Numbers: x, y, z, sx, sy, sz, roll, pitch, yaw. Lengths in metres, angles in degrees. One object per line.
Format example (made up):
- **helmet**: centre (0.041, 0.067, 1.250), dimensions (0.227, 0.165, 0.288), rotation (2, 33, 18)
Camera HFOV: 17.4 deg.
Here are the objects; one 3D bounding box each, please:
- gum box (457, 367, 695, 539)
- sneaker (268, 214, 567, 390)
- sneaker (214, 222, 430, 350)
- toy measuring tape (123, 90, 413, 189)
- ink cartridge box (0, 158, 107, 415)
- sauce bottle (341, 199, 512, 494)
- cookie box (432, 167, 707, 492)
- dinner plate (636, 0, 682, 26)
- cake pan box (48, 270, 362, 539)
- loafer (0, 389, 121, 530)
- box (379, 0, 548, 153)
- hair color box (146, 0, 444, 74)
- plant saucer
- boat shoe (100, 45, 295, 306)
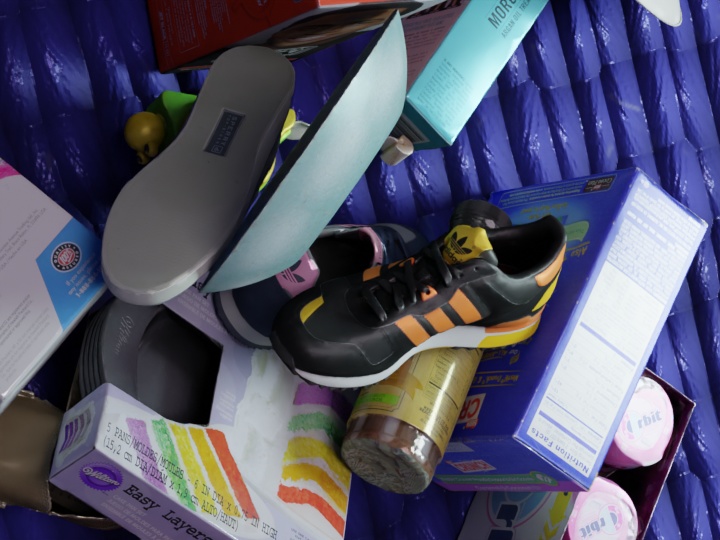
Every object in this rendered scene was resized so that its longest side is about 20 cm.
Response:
- **gum box**: centre (0.133, 0.163, 1.573), dimensions (0.066, 0.113, 0.200), rotation (33, 70, -26)
- **sneaker**: centre (0.037, 0.008, 1.400), dimensions (0.200, 0.090, 0.070), rotation (-11, 52, -35)
- **sneaker**: centre (0.000, 0.000, 1.493), dimensions (0.200, 0.082, 0.070), rotation (-20, 78, -52)
- **toy measuring tape**: centre (-0.057, -0.066, 1.491), dimensions (0.200, 0.074, 0.074), rotation (8, 82, -28)
- **ink cartridge box**: centre (-0.252, -0.019, 1.349), dimensions (0.200, 0.068, 0.115), rotation (40, 63, -2)
- **sauce bottle**: centre (0.047, 0.044, 1.493), dimensions (0.065, 0.065, 0.200), rotation (39, 54, -24)
- **cookie box**: centre (0.116, 0.042, 1.539), dimensions (0.075, 0.171, 0.200), rotation (35, 70, -24)
- **dinner plate**: centre (0.164, -0.252, 1.599), dimensions (0.200, 0.024, 0.200), rotation (46, 21, -24)
- **cake pan box**: centre (-0.091, 0.093, 1.428), dimensions (0.200, 0.052, 0.184), rotation (37, 37, -25)
- **loafer**: centre (-0.204, 0.104, 1.392), dimensions (0.200, 0.067, 0.076), rotation (18, 77, -30)
- **box**: centre (0.073, -0.169, 1.579), dimensions (0.049, 0.082, 0.200), rotation (44, 66, -23)
- **hair color box**: centre (-0.041, -0.170, 1.435), dimensions (0.101, 0.200, 0.061), rotation (-9, 87, -32)
- **plant saucer**: centre (-0.022, -0.059, 1.365), dimensions (0.039, 0.201, 0.201), rotation (34, 68, -4)
- **boat shoe**: centre (-0.090, -0.044, 1.377), dimensions (0.070, 0.072, 0.201), rotation (20, 52, 11)
